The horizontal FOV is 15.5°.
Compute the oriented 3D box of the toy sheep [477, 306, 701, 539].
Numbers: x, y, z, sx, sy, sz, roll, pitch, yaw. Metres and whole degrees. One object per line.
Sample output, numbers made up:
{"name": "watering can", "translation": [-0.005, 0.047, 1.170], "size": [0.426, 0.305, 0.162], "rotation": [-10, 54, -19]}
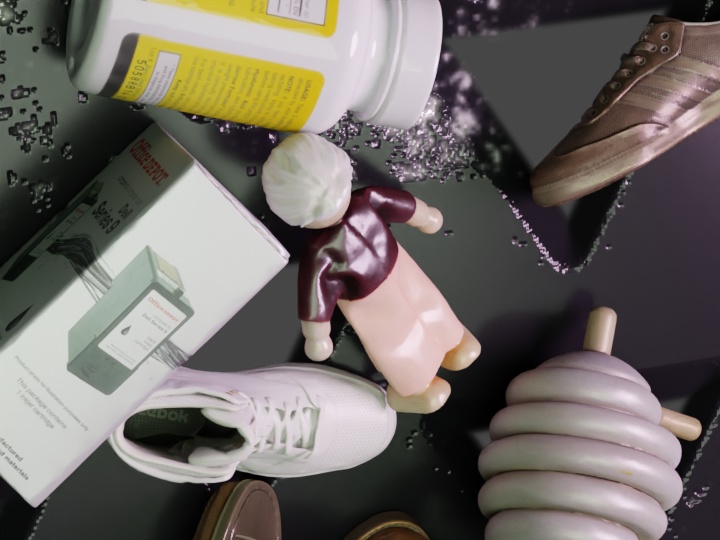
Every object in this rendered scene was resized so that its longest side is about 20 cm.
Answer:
{"name": "toy sheep", "translation": [0.136, 0.120, 1.609], "size": [0.137, 0.138, 0.201], "rotation": [13, 69, -17]}

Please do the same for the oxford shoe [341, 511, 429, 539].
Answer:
{"name": "oxford shoe", "translation": [-0.028, 0.236, 1.622], "size": [0.071, 0.071, 0.200], "rotation": [40, 93, -21]}

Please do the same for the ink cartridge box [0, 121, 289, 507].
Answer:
{"name": "ink cartridge box", "translation": [-0.149, 0.019, 1.497], "size": [0.200, 0.146, 0.084], "rotation": [-44, 109, -2]}

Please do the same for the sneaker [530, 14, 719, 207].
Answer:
{"name": "sneaker", "translation": [0.178, -0.111, 1.603], "size": [0.200, 0.070, 0.076], "rotation": [-30, 90, -9]}

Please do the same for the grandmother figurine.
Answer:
{"name": "grandmother figurine", "translation": [0.000, 0.000, 1.540], "size": [0.121, 0.060, 0.200], "rotation": [-59, 136, -31]}

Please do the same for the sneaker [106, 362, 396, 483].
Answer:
{"name": "sneaker", "translation": [-0.063, 0.097, 1.555], "size": [0.199, 0.116, 0.074], "rotation": [5, 100, -17]}

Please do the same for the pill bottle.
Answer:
{"name": "pill bottle", "translation": [-0.060, -0.138, 1.500], "size": [0.199, 0.111, 0.112], "rotation": [11, 100, -16]}

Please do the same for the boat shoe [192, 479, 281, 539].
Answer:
{"name": "boat shoe", "translation": [-0.103, 0.221, 1.595], "size": [0.072, 0.068, 0.201], "rotation": [22, 78, -53]}
